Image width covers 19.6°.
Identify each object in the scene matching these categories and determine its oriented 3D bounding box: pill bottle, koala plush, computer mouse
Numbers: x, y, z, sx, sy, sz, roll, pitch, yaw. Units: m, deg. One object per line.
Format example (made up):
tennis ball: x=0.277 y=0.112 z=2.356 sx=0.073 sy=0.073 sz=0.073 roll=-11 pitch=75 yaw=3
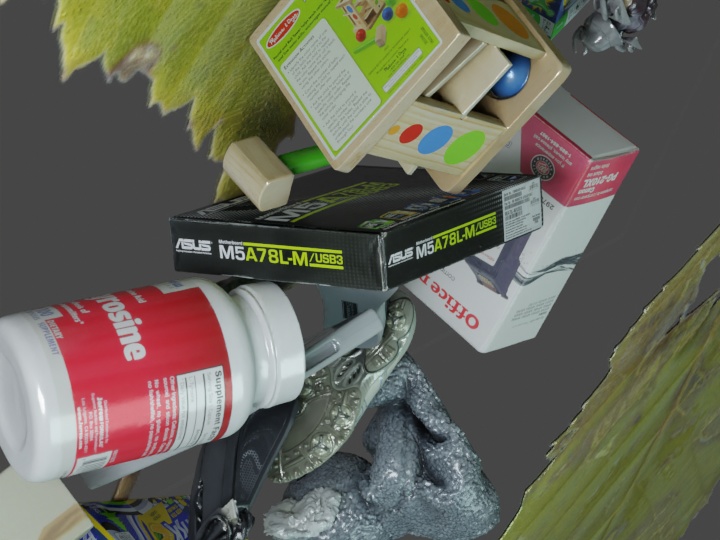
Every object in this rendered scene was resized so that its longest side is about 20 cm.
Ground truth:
pill bottle: x=-0.143 y=0.067 z=1.399 sx=0.199 sy=0.113 sz=0.113 roll=-12 pitch=141 yaw=-27
koala plush: x=0.006 y=0.206 z=1.914 sx=0.199 sy=0.184 sz=0.178 roll=-33 pitch=155 yaw=-8
computer mouse: x=-0.108 y=0.164 z=1.679 sx=0.139 sy=0.053 sz=0.201 roll=-50 pitch=-169 yaw=45

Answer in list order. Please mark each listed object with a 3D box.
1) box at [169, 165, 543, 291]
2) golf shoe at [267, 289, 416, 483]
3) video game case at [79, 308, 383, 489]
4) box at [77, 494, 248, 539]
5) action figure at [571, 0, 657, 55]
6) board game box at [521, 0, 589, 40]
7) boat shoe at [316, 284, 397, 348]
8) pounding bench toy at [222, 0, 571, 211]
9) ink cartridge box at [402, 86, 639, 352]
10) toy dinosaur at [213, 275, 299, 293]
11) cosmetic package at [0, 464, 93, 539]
box: x=-0.001 y=-0.034 z=1.488 sx=0.199 sy=0.192 sz=0.048 roll=-21 pitch=112 yaw=-49
golf shoe: x=-0.014 y=0.105 z=1.823 sx=0.200 sy=0.078 sz=0.097 roll=-50 pitch=163 yaw=4
video game case: x=-0.100 y=0.098 z=1.587 sx=0.182 sy=0.023 sz=0.200 roll=-31 pitch=-178 yaw=-38
box: x=-0.178 y=0.234 z=1.727 sx=0.070 sy=0.064 sz=0.200 roll=-55 pitch=156 yaw=12
action figure: x=0.222 y=-0.244 z=1.580 sx=0.200 sy=0.069 sz=0.130 roll=-54 pitch=171 yaw=-1
board game box: x=0.197 y=-0.284 z=1.608 sx=0.200 sy=0.034 sz=0.136 roll=-47 pitch=160 yaw=-36
boat shoe: x=0.000 y=0.000 z=1.685 sx=0.200 sy=0.068 sz=0.057 roll=100 pitch=5 yaw=-65
pounding bench toy: x=0.016 y=-0.118 z=1.418 sx=0.200 sy=0.125 sz=0.156 roll=-47 pitch=150 yaw=22
ink cartridge box: x=0.113 y=-0.055 z=1.709 sx=0.084 sy=0.145 sz=0.201 roll=-15 pitch=139 yaw=-51
toy dinosaur: x=-0.091 y=0.030 z=1.600 sx=0.200 sy=0.047 sz=0.089 roll=-26 pitch=141 yaw=-51
cosmetic package: x=-0.289 y=0.215 z=1.430 sx=0.200 sy=0.071 sz=0.105 roll=-37 pitch=179 yaw=-32
